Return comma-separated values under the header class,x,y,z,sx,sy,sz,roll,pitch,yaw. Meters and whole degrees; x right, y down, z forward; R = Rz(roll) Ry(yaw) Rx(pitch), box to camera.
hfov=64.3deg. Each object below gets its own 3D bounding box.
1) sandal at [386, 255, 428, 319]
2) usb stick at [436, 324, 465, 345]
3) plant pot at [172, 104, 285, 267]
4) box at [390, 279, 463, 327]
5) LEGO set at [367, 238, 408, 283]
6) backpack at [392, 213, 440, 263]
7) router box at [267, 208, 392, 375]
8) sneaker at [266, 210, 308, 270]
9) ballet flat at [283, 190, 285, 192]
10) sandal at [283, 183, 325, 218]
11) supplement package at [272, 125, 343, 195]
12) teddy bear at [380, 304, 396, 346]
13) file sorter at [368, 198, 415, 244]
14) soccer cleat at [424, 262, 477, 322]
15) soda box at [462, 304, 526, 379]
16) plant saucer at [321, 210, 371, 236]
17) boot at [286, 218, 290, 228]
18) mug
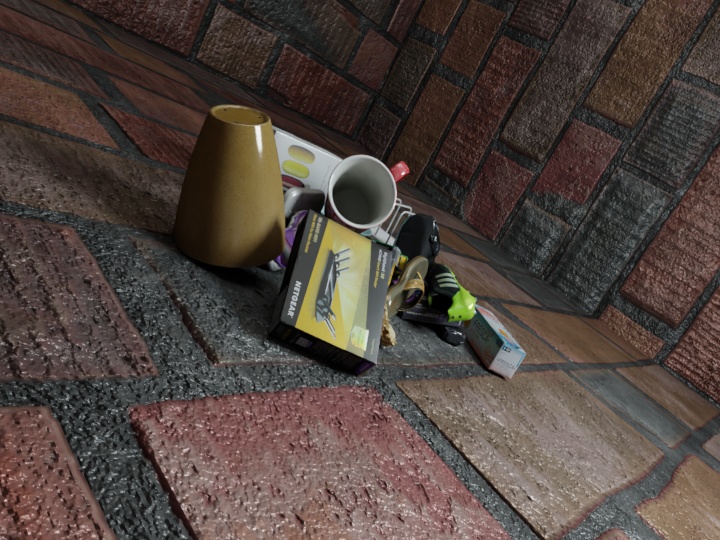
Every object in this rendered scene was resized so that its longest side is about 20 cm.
class,x,y,z,sx,sy,sz,roll,pitch,yaw
sandal,0.093,0.044,1.122,0.053,0.083,0.200,21,36,19
usb stick,0.181,0.104,1.274,0.054,0.033,0.201,17,20,-17
plant pot,-0.196,-0.141,0.890,0.180,0.206,0.188,9,30,-5
box,0.135,0.055,1.263,0.138,0.037,0.201,10,23,-15
LEGO set,0.000,0.000,1.157,0.194,0.120,0.154,18,-4,3
backpack,0.143,-0.056,1.473,0.150,0.168,0.199,21,3,26
router box,-0.038,0.030,0.850,0.154,0.052,0.205,25,52,-19
sneaker,-0.100,-0.056,1.055,0.085,0.083,0.200,-2,20,19
ballet flat,-0.133,-0.120,1.297,0.198,0.069,0.070,36,24,19
sandal,-0.120,-0.141,1.150,0.049,0.083,0.202,38,5,11
supplement package,-0.148,-0.237,1.282,0.196,0.117,0.109,16,14,-39
teddy bear,-0.020,0.069,0.954,0.197,0.067,0.148,16,39,-46
file sorter,0.067,-0.161,1.691,0.199,0.127,0.137,41,19,30
soccer cleat,0.167,0.041,1.188,0.078,0.070,0.200,-10,28,-17
soda box,0.283,0.149,1.254,0.062,0.070,0.201,24,16,-19
plant saucer,-0.064,-0.126,1.405,0.197,0.039,0.202,29,17,-9
boot,-0.167,-0.092,1.159,0.168,0.064,0.200,64,11,18
mug,0.008,-0.136,1.152,0.171,0.139,0.200,-4,-5,-11
